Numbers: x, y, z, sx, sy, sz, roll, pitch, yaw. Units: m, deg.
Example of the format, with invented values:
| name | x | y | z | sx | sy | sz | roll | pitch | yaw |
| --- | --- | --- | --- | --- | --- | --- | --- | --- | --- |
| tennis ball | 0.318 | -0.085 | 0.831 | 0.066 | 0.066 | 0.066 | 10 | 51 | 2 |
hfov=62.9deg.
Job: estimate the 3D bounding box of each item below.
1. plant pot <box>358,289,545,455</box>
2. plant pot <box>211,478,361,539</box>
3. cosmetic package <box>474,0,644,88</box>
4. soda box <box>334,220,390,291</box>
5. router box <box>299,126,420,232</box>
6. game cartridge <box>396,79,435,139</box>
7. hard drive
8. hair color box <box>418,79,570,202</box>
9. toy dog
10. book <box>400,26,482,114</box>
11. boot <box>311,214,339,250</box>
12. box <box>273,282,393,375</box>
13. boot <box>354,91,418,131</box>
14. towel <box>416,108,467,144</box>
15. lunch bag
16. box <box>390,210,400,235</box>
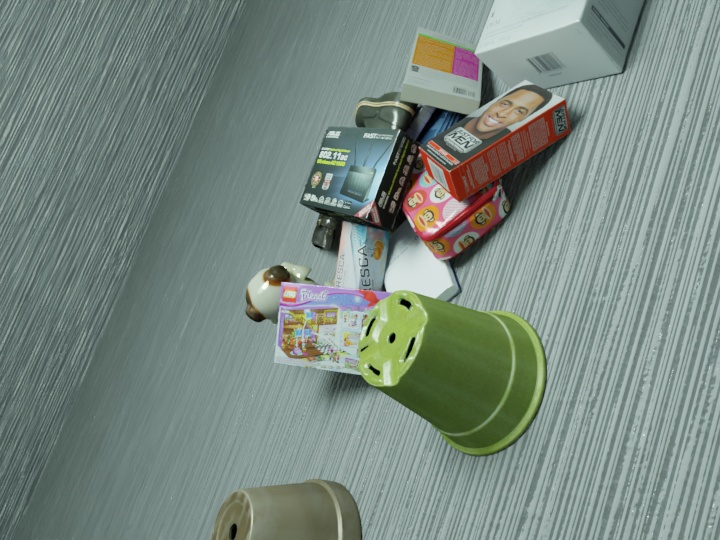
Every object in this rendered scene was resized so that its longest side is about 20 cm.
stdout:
| name | x | y | z | sx | sy | sz | roll | pitch | yaw |
| --- | --- | --- | --- | --- | --- | --- | --- | --- | --- |
| plant pot | 0.101 | 0.116 | 0.764 | 0.199 | 0.188 | 0.203 | -34 | 42 | 38 |
| plant pot | -0.124 | 0.410 | 0.897 | 0.199 | 0.172 | 0.203 | -32 | 44 | 37 |
| cosmetic package | 0.308 | -0.402 | 0.891 | 0.198 | 0.122 | 0.203 | 8 | 73 | 56 |
| soda box | 0.000 | 0.000 | 1.048 | 0.068 | 0.063 | 0.204 | 10 | 93 | 46 |
| router box | -0.005 | -0.160 | 0.999 | 0.199 | 0.062 | 0.152 | 18 | 86 | 48 |
| game cartridge | 0.098 | -0.316 | 1.146 | 0.130 | 0.038 | 0.201 | -52 | 23 | 17 |
| hard drive | 0.093 | -0.004 | 1.009 | 0.132 | 0.025 | 0.202 | -44 | 37 | 29 |
| hair color box | 0.198 | -0.195 | 0.876 | 0.198 | 0.062 | 0.102 | -32 | 40 | -5 |
| toy dog | -0.126 | 0.067 | 1.110 | 0.140 | 0.198 | 0.195 | -50 | 34 | 20 |
| book | 0.149 | -0.351 | 1.037 | 0.048 | 0.131 | 0.202 | 101 | -177 | -45 |
| boot | -0.077 | -0.137 | 1.305 | 0.200 | 0.068 | 0.177 | -132 | 58 | -72 |
| box | -0.043 | 0.097 | 0.987 | 0.197 | 0.039 | 0.139 | 5 | 89 | 16 |
| boot | 0.021 | -0.250 | 1.113 | 0.200 | 0.077 | 0.140 | 9 | 78 | 69 |
| towel | 0.136 | -0.253 | 1.100 | 0.111 | 0.048 | 0.202 | 25 | 89 | 58 |
| lunch bag | 0.152 | -0.131 | 0.954 | 0.175 | 0.082 | 0.201 | -37 | 40 | 11 |
| box | 0.041 | -0.164 | 1.159 | 0.070 | 0.064 | 0.203 | -22 | 52 | 46 |
